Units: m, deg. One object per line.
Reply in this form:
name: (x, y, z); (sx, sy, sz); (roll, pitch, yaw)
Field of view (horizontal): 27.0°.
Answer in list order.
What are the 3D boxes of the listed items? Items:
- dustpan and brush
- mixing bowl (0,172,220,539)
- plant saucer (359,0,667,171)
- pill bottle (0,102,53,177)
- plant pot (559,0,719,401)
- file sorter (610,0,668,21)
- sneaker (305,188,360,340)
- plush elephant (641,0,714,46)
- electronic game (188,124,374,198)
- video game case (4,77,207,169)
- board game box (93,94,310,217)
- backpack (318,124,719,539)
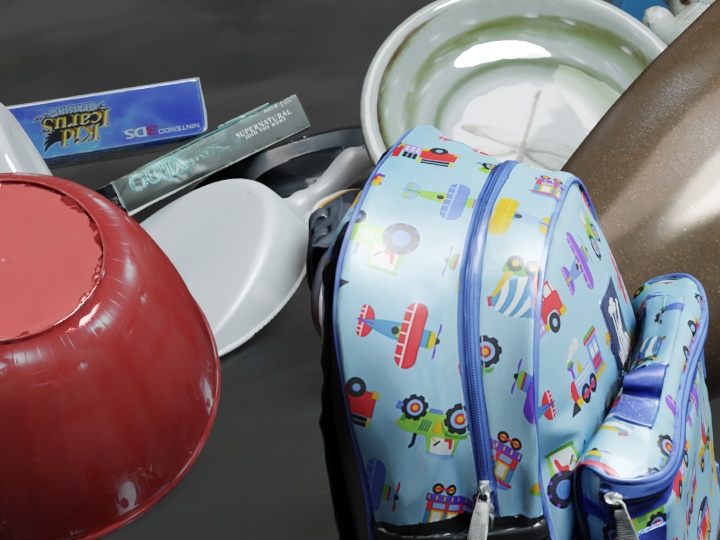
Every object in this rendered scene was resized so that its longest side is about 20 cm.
dustpan and brush: (-0.062, -0.027, 0.950); (0.200, 0.057, 0.140); (-47, 44, -10)
mixing bowl: (-0.168, 0.027, 0.730); (0.200, 0.108, 0.200); (3, 53, -4)
plant saucer: (0.099, -0.083, 0.897); (0.200, 0.050, 0.200); (1, 58, -1)
pill bottle: (-0.293, -0.016, 0.955); (0.200, 0.112, 0.112); (-28, 24, 0)
plant pot: (0.165, -0.013, 0.739); (0.200, 0.187, 0.187); (-35, 31, -23)
file sorter: (0.239, -0.273, 1.218); (0.139, 0.200, 0.123); (-19, 60, -21)
sneaker: (0.000, 0.000, 0.877); (0.079, 0.079, 0.200); (5, 15, 21)
plush elephant: (0.225, -0.127, 0.974); (0.165, 0.155, 0.200); (13, 33, 44)
electronic game: (-0.040, -0.057, 1.069); (0.200, 0.042, 0.200); (-15, 18, 5)
video game case: (-0.227, -0.102, 1.139); (0.200, 0.046, 0.181); (-10, 4, -13)
board game box: (-0.119, -0.076, 1.058); (0.135, 0.028, 0.200); (-28, 7, -13)
backpack: (0.062, 0.046, 0.580); (0.134, 0.200, 0.183); (-1, 23, 21)
